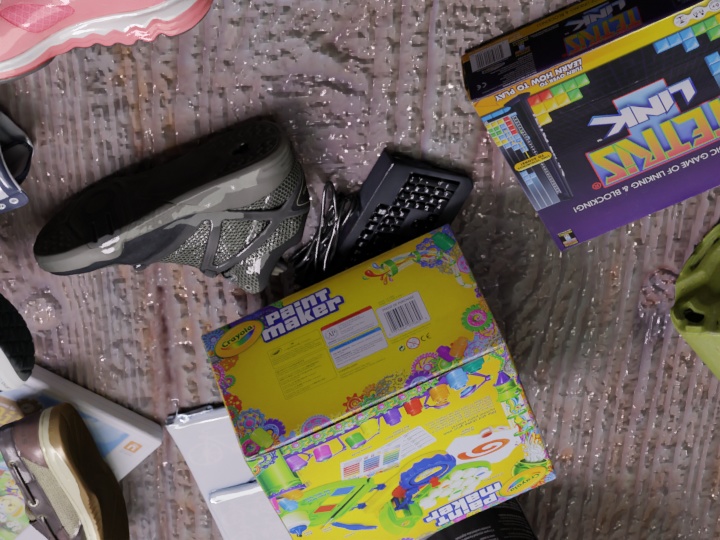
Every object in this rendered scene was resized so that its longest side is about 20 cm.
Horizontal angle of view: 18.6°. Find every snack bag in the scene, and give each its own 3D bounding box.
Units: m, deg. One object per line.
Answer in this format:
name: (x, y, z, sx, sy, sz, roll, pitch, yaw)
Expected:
snack bag: (-0.040, 0.161, 1.774, 0.188, 0.021, 0.200, -14, 134, 6)

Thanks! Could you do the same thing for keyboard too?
keyboard: (0.000, 0.000, 1.611, 0.104, 0.040, 0.200, 13, 130, -21)

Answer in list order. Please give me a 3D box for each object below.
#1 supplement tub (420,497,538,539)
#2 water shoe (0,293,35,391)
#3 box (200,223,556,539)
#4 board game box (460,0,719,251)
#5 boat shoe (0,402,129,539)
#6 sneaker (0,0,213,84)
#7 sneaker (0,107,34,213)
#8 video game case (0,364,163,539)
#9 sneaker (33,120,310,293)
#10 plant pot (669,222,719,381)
supplement tub: (0.112, 0.287, 1.782, 0.122, 0.200, 0.123, -16, 144, -12)
water shoe: (-0.296, 0.015, 1.463, 0.079, 0.072, 0.200, -21, 123, 16)
box: (0.017, 0.102, 1.616, 0.199, 0.122, 0.193, -24, 141, 0)
board game box: (0.193, -0.117, 1.515, 0.199, 0.057, 0.165, -23, 132, 14)
boat shoe: (-0.228, 0.176, 1.705, 0.065, 0.073, 0.200, -4, 133, 11)
sneaker: (-0.198, -0.182, 1.397, 0.199, 0.074, 0.087, -15, 121, 1)
sneaker: (-0.274, -0.033, 1.517, 0.108, 0.070, 0.201, -5, 132, -2)
video game case: (-0.287, 0.140, 1.716, 0.200, 0.022, 0.182, 30, 123, -31)
sneaker: (-0.125, -0.020, 1.546, 0.199, 0.076, 0.114, -22, 127, 5)
plant pot: (0.335, 0.048, 1.627, 0.190, 0.200, 0.200, 39, 119, -21)
